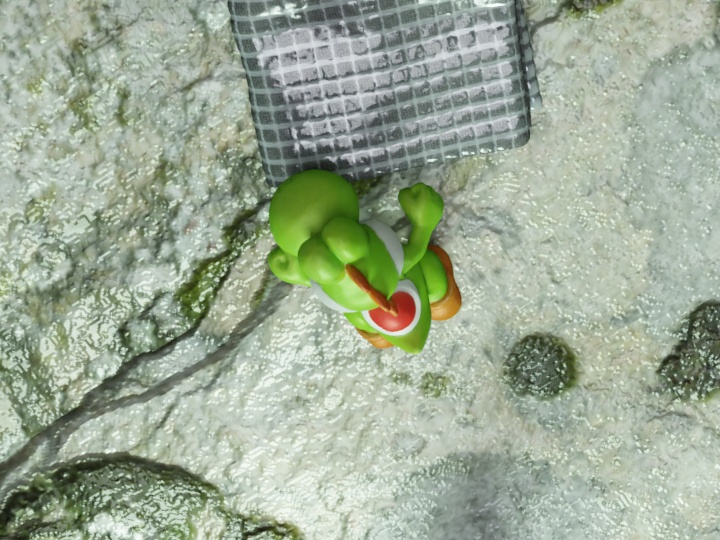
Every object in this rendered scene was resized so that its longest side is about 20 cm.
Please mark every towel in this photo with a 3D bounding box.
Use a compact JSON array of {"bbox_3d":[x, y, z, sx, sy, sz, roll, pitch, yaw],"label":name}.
[{"bbox_3d":[0.017,-0.150,1.115,0.199,0.086,0.166,-10,112,4],"label":"towel"}]

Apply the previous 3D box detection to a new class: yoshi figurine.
[{"bbox_3d":[-0.003,-0.015,1.126,0.112,0.200,0.113,14,81,21],"label":"yoshi figurine"}]
